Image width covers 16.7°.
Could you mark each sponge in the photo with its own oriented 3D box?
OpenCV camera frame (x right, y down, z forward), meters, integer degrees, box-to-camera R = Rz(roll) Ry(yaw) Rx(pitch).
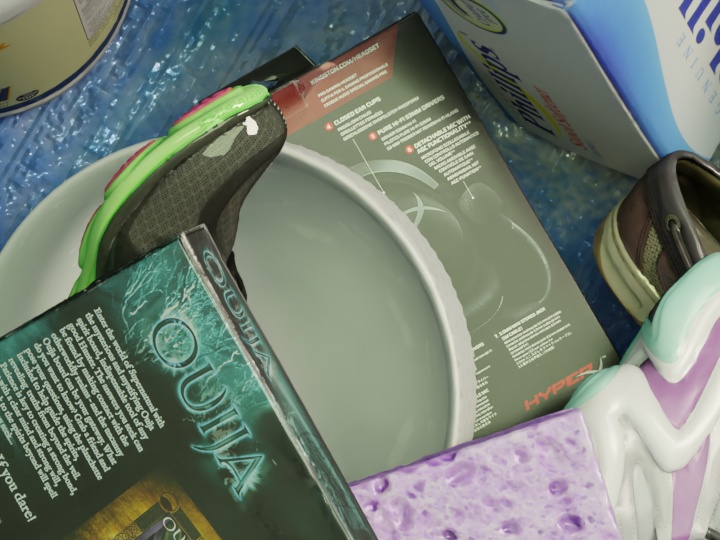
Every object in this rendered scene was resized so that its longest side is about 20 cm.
[{"bbox_3d":[0.054,0.159,0.861,0.111,0.030,0.201,-17,86,-1],"label":"sponge"}]

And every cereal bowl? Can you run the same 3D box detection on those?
[{"bbox_3d":[-0.047,0.045,0.951,0.199,0.083,0.201,0,92,16],"label":"cereal bowl"}]

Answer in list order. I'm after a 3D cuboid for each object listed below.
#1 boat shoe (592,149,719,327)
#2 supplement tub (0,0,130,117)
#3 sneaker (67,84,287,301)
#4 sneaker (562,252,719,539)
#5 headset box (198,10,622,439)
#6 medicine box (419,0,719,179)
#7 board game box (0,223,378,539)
[{"bbox_3d":[0.178,0.032,0.986,0.072,0.065,0.200,-33,71,-32],"label":"boat shoe"},{"bbox_3d":[-0.170,-0.150,1.000,0.145,0.200,0.145,0,80,0],"label":"supplement tub"},{"bbox_3d":[-0.066,0.025,0.882,0.084,0.077,0.200,27,109,10],"label":"sneaker"},{"bbox_3d":[0.119,0.104,0.912,0.140,0.078,0.200,43,83,14],"label":"sneaker"},{"bbox_3d":[0.000,0.000,1.038,0.149,0.077,0.200,-30,81,-4],"label":"headset box"},{"bbox_3d":[0.117,-0.165,1.003,0.103,0.182,0.200,24,80,29],"label":"medicine box"},{"bbox_3d":[-0.063,0.103,0.837,0.135,0.028,0.200,-29,90,16],"label":"board game box"}]
